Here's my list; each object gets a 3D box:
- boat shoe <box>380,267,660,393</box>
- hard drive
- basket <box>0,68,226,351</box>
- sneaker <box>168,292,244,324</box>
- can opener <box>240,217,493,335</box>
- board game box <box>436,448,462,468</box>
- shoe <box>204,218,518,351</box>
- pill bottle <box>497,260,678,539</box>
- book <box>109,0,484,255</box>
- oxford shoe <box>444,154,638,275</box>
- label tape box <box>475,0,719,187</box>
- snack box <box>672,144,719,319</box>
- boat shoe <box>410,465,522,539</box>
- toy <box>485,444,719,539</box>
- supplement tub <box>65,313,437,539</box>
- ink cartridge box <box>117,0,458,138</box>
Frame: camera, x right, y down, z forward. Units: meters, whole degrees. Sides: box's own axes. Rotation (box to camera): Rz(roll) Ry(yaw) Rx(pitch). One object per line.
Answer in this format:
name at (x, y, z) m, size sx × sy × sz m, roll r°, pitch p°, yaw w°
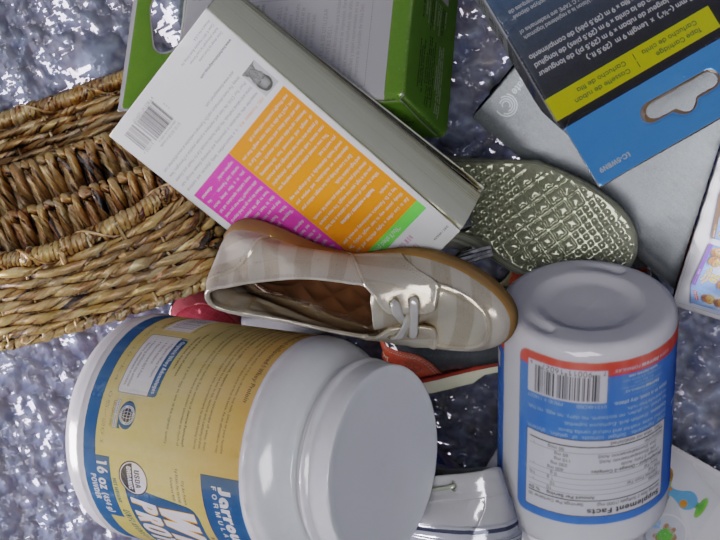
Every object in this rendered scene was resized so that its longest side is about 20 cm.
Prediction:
boat shoe at (0.105, 0.029, 1.429) m, size 0.199 × 0.071 × 0.063 m, roll -16°, pitch 105°, yaw 20°
hard drive at (0.193, -0.091, 1.402) m, size 0.200 × 0.033 × 0.140 m, roll 40°, pitch 107°, yaw -1°
basket at (-0.188, -0.043, 1.426) m, size 0.199 × 0.143 × 0.150 m, roll -16°, pitch 101°, yaw 13°
sneaker at (-0.095, 0.110, 1.475) m, size 0.073 × 0.087 × 0.201 m, roll -5°, pitch 102°, yaw 11°
can opener at (0.000, 0.000, 1.416) m, size 0.200 × 0.053 × 0.067 m, roll -17°, pitch 89°, yaw 39°
board game box at (0.030, 0.232, 1.504) m, size 0.199 × 0.041 × 0.200 m, roll 40°, pitch 106°, yaw 0°
shoe at (-0.002, 0.019, 1.301) m, size 0.199 × 0.053 × 0.070 m, roll 13°, pitch 133°, yaw 22°
pill bottle at (0.141, 0.104, 1.355) m, size 0.112 × 0.112 × 0.201 m, roll 4°, pitch 121°, yaw 9°
book at (-0.043, -0.063, 1.319) m, size 0.200 × 0.048 × 0.134 m, roll 39°, pitch 131°, yaw -7°
oxford shoe at (0.088, -0.039, 1.415) m, size 0.199 × 0.058 × 0.076 m, roll 13°, pitch 90°, yaw 15°
label tape box at (0.153, -0.164, 1.301) m, size 0.144 × 0.063 × 0.200 m, roll -29°, pitch 81°, yaw 0°
snack box at (0.261, -0.062, 1.367) m, size 0.072 × 0.024 × 0.201 m, roll 17°, pitch 106°, yaw 5°
boat shoe at (0.028, 0.144, 1.397) m, size 0.200 × 0.073 × 0.067 m, roll 2°, pitch 99°, yaw 44°
toy at (0.182, 0.161, 1.458) m, size 0.200 × 0.047 × 0.115 m, roll 30°, pitch 103°, yaw -1°
supplement tub at (-0.068, 0.107, 1.335) m, size 0.199 × 0.144 × 0.145 m, roll 6°, pitch 106°, yaw 34°
ink cartridge box at (-0.044, -0.162, 1.378) m, size 0.199 × 0.076 × 0.148 m, roll -1°, pitch 73°, yaw 24°
